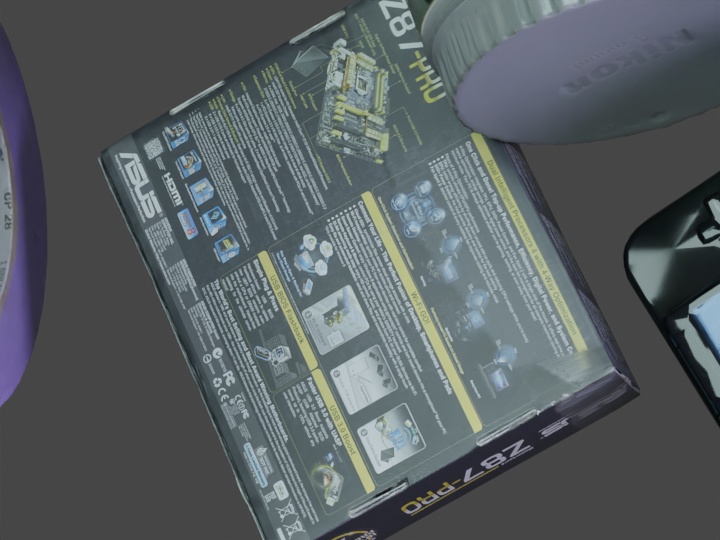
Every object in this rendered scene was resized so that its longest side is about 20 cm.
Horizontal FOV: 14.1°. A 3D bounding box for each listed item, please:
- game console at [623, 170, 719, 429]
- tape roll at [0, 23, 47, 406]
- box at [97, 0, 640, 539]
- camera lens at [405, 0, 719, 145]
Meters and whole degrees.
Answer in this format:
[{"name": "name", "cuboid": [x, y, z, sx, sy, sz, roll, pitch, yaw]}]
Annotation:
[{"name": "game console", "cuboid": [0.200, 0.010, 1.074, 0.170, 0.118, 0.201, -34, 66, 8]}, {"name": "tape roll", "cuboid": [-0.207, -0.033, 1.192, 0.084, 0.200, 0.202, -6, 72, 18]}, {"name": "box", "cuboid": [0.000, 0.000, 1.189, 0.161, 0.049, 0.201, -31, 66, 11]}, {"name": "camera lens", "cuboid": [0.085, -0.170, 1.145, 0.159, 0.160, 0.201, -17, 69, 15]}]
